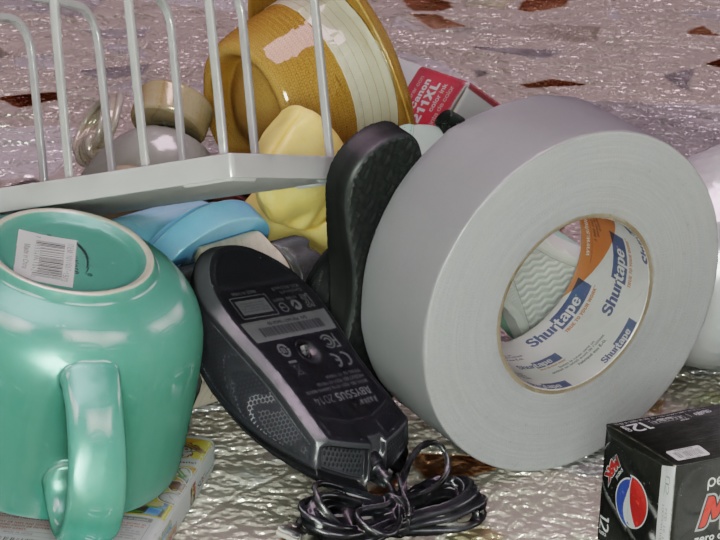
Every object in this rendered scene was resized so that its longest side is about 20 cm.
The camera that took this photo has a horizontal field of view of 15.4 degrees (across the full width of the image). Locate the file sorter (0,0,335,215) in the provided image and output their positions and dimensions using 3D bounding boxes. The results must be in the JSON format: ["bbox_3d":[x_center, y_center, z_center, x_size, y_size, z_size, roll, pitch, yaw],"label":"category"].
[{"bbox_3d":[-0.130,-0.096,1.440,0.200,0.125,0.139,-8,-3,25],"label":"file sorter"}]

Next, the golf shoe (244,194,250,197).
[{"bbox_3d":[-0.021,-0.026,1.770,0.200,0.073,0.092,19,1,35],"label":"golf shoe"}]

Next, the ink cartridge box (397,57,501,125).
[{"bbox_3d":[0.030,-0.088,1.817,0.200,0.083,0.146,24,-5,46],"label":"ink cartridge box"}]

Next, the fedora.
[{"bbox_3d":[-0.042,-0.105,1.638,0.082,0.201,0.201,-25,29,-22],"label":"fedora"}]

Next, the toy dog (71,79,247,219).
[{"bbox_3d":[-0.134,-0.041,1.681,0.096,0.132,0.200,31,-10,-16],"label":"toy dog"}]

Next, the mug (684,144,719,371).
[{"bbox_3d":[0.254,-0.018,1.597,0.175,0.148,0.200,-10,-13,-23],"label":"mug"}]

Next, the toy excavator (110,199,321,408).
[{"bbox_3d":[-0.135,0.008,1.566,0.100,0.195,0.200,-17,55,-41],"label":"toy excavator"}]

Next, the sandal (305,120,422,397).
[{"bbox_3d":[0.001,-0.001,1.477,0.075,0.201,0.048,-27,46,-35],"label":"sandal"}]

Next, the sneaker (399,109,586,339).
[{"bbox_3d":[0.087,-0.018,1.574,0.200,0.074,0.118,41,11,-40],"label":"sneaker"}]

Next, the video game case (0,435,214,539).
[{"bbox_3d":[-0.193,0.120,1.383,0.200,0.023,0.182,5,20,9],"label":"video game case"}]

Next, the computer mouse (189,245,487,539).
[{"bbox_3d":[-0.034,0.074,1.404,0.138,0.053,0.200,-4,51,-48],"label":"computer mouse"}]

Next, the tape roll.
[{"bbox_3d":[0.099,0.007,1.464,0.200,0.201,0.066,-10,27,-33],"label":"tape roll"}]

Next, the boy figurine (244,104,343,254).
[{"bbox_3d":[-0.021,-0.026,1.589,0.124,0.200,0.064,14,66,32],"label":"boy figurine"}]

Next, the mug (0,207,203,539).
[{"bbox_3d":[-0.145,0.045,1.357,0.185,0.115,0.152,30,32,30],"label":"mug"}]

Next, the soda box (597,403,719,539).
[{"bbox_3d":[0.224,0.106,1.395,0.200,0.071,0.063,-8,21,-28],"label":"soda box"}]
